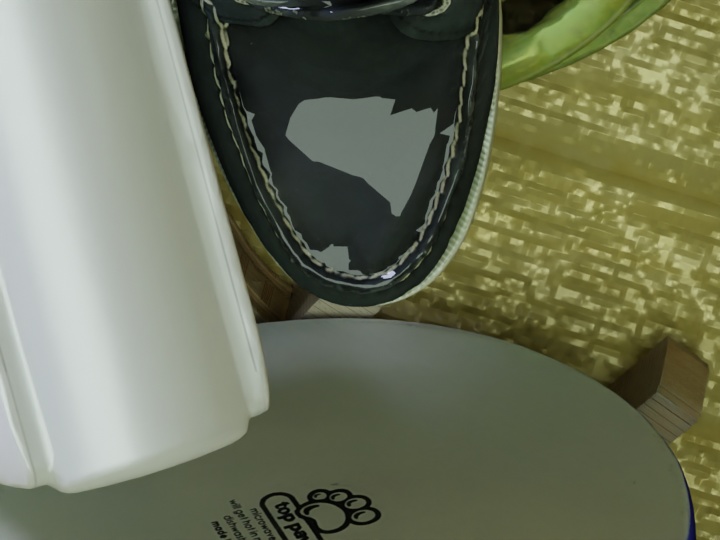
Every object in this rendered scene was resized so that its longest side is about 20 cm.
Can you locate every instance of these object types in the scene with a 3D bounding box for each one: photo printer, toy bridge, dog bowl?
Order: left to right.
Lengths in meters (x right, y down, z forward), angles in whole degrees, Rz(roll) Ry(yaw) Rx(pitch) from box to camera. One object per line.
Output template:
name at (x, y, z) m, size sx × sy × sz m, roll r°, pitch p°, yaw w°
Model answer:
photo printer at (-0.092, -0.057, 0.663) m, size 0.069 × 0.166 × 0.200 m, roll -17°, pitch 99°, yaw -18°
dog bowl at (-0.013, 0.094, 0.743) m, size 0.200 × 0.200 × 0.079 m, roll -1°, pitch 120°, yaw 3°
toy bridge at (0.000, 0.000, 0.816) m, size 0.200 × 0.027 × 0.067 m, roll 32°, pitch 131°, yaw -16°

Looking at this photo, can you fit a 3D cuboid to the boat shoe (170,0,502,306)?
boat shoe at (-0.006, -0.083, 0.596) m, size 0.074 × 0.066 × 0.200 m, roll 3°, pitch 105°, yaw 2°

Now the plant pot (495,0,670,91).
plant pot at (0.014, -0.122, 0.714) m, size 0.200 × 0.184 × 0.201 m, roll 1°, pitch 106°, yaw 2°
